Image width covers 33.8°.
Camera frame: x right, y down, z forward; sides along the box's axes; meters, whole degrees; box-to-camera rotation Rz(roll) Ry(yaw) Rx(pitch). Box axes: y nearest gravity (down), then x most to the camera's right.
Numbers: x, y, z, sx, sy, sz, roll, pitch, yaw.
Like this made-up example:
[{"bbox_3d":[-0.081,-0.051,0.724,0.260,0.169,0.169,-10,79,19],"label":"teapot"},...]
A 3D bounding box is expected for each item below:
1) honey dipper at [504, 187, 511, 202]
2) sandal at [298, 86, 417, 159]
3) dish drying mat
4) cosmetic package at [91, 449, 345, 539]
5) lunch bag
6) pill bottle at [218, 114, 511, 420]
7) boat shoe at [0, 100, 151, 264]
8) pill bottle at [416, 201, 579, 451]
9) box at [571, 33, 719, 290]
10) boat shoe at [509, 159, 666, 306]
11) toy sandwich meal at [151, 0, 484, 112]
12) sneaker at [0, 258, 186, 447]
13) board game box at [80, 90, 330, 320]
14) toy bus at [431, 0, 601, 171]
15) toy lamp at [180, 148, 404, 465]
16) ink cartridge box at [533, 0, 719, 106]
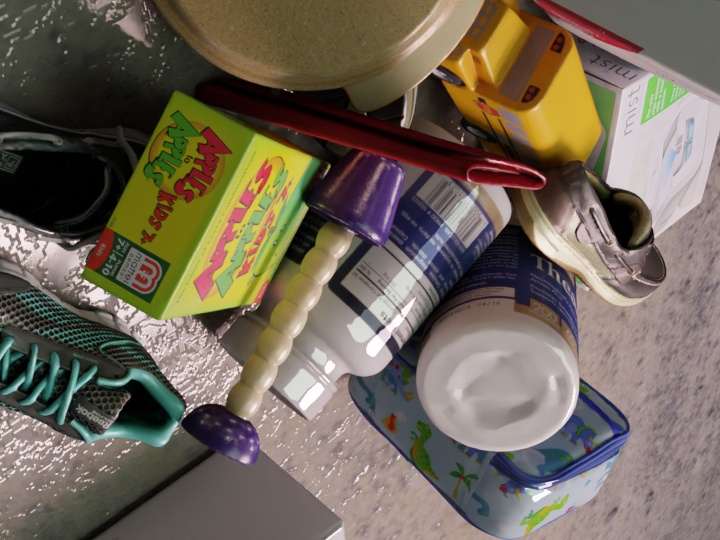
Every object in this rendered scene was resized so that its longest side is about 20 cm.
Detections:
[{"bbox_3d":[0.104,-0.101,0.915,0.038,0.038,0.200,-39,141,-23],"label":"honey dipper"},{"bbox_3d":[0.014,-0.155,0.723,0.057,0.080,0.201,-34,143,-51],"label":"sandal"},{"bbox_3d":[0.002,-0.078,0.658,0.077,0.200,0.018,1,106,-51],"label":"dish drying mat"},{"bbox_3d":[-0.117,0.266,0.873,0.200,0.123,0.200,-32,140,-29],"label":"cosmetic package"},{"bbox_3d":[0.102,0.107,0.940,0.161,0.200,0.083,-12,135,-44],"label":"lunch bag"},{"bbox_3d":[0.000,0.000,0.802,0.200,0.111,0.111,-48,146,-10],"label":"pill bottle"},{"bbox_3d":[-0.144,-0.044,0.622,0.074,0.068,0.199,-58,148,4],"label":"boat shoe"},{"bbox_3d":[0.104,0.030,0.871,0.200,0.111,0.111,-75,177,-58],"label":"pill bottle"},{"bbox_3d":[0.215,-0.117,0.985,0.176,0.097,0.200,-33,141,-34],"label":"box"},{"bbox_3d":[0.185,-0.026,0.869,0.065,0.073,0.200,-27,152,29],"label":"boat shoe"},{"bbox_3d":[-0.022,-0.186,0.620,0.205,0.070,0.206,-3,112,-7],"label":"toy sandwich meal"},{"bbox_3d":[-0.169,0.053,0.655,0.200,0.091,0.078,22,100,-56],"label":"sneaker"},{"bbox_3d":[-0.076,-0.032,0.658,0.102,0.048,0.200,-61,173,5],"label":"board game box"},{"bbox_3d":[0.107,-0.123,0.799,0.065,0.078,0.200,-59,158,-3],"label":"toy bus"},{"bbox_3d":[-0.036,0.018,0.716,0.200,0.058,0.058,-59,146,-1],"label":"toy lamp"},{"bbox_3d":[0.212,-0.199,0.763,0.145,0.145,0.200,-63,172,12],"label":"ink cartridge box"}]
